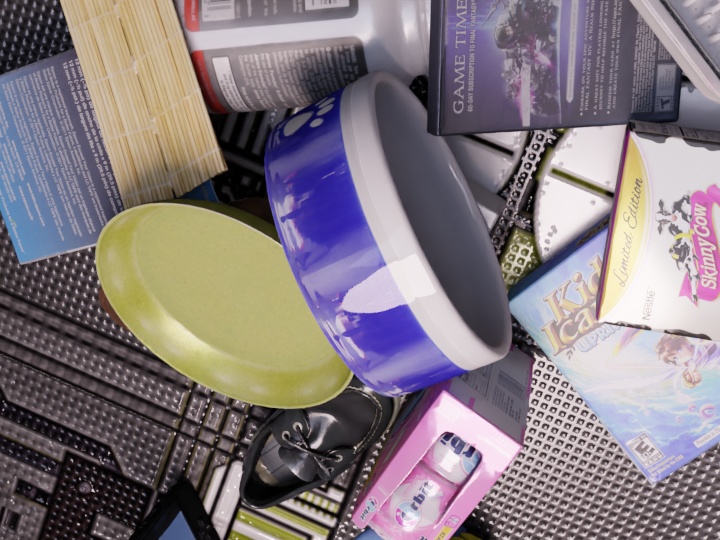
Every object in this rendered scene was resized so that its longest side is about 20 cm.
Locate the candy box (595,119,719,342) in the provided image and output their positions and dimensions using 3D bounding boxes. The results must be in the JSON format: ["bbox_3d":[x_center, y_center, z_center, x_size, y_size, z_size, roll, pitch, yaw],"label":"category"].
[{"bbox_3d":[0.269,-0.019,0.832,0.199,0.061,0.137,8,105,9],"label":"candy box"}]

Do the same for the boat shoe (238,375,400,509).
[{"bbox_3d":[-0.040,0.133,0.934,0.074,0.066,0.199,42,140,-13],"label":"boat shoe"}]

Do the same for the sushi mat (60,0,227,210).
[{"bbox_3d":[-0.156,-0.144,0.847,0.095,0.012,0.201,-19,88,30],"label":"sushi mat"}]

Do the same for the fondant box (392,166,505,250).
[{"bbox_3d":[0.000,0.000,0.942,0.144,0.058,0.200,30,110,3],"label":"fondant box"}]

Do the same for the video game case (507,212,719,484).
[{"bbox_3d":[0.240,0.031,0.908,0.200,0.045,0.181,-39,93,18],"label":"video game case"}]

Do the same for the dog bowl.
[{"bbox_3d":[0.022,-0.023,0.797,0.079,0.200,0.201,-24,99,18],"label":"dog bowl"}]

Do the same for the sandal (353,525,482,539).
[{"bbox_3d":[0.030,0.207,0.936,0.079,0.200,0.087,-42,69,7],"label":"sandal"}]

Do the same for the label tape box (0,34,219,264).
[{"bbox_3d":[-0.194,-0.097,0.930,0.199,0.066,0.144,-13,102,27],"label":"label tape box"}]

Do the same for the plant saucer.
[{"bbox_3d":[-0.090,0.020,0.856,0.199,0.031,0.200,16,139,14],"label":"plant saucer"}]

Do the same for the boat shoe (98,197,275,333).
[{"bbox_3d":[-0.127,-0.003,0.948,0.202,0.075,0.075,-19,116,47],"label":"boat shoe"}]

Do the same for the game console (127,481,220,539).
[{"bbox_3d":[-0.094,0.259,0.956,0.118,0.200,0.173,-23,99,16],"label":"game console"}]

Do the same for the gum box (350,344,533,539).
[{"bbox_3d":[0.064,0.119,0.884,0.066,0.200,0.114,35,107,1],"label":"gum box"}]

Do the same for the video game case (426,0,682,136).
[{"bbox_3d":[0.137,-0.168,0.830,0.199,0.019,0.144,-6,107,-24],"label":"video game case"}]

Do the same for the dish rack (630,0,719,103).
[{"bbox_3d":[0.231,-0.218,0.810,0.172,0.044,0.200,-41,95,-22],"label":"dish rack"}]

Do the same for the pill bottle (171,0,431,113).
[{"bbox_3d":[-0.023,-0.175,0.869,0.199,0.116,0.116,-2,104,12],"label":"pill bottle"}]
